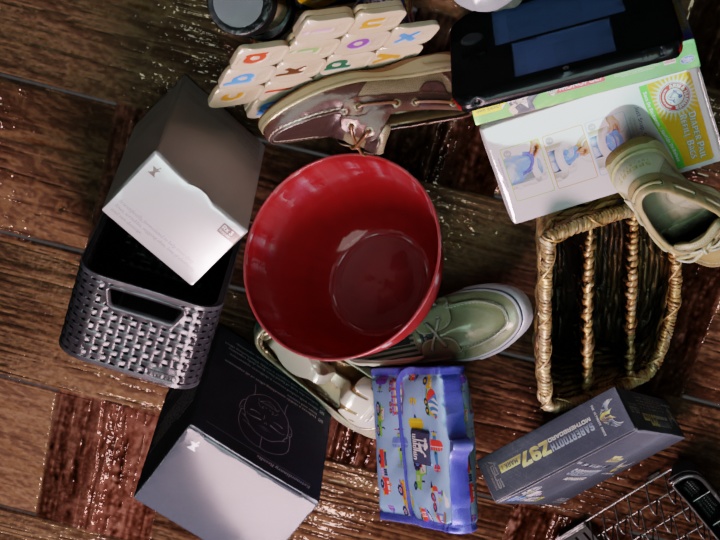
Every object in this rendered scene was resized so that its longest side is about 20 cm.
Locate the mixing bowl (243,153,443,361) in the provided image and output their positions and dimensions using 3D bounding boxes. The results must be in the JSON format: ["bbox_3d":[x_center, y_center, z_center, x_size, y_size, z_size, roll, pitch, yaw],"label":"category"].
[{"bbox_3d":[0.000,0.000,1.581,0.200,0.201,0.108,-24,156,15],"label":"mixing bowl"}]

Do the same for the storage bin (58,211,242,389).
[{"bbox_3d":[-0.194,0.012,1.573,0.135,0.200,0.094,17,117,-5],"label":"storage bin"}]

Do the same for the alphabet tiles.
[{"bbox_3d":[-0.035,-0.187,1.479,0.195,0.200,0.015,-12,76,-23],"label":"alphabet tiles"}]

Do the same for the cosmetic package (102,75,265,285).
[{"bbox_3d":[-0.158,-0.087,1.522,0.113,0.200,0.081,42,112,-15],"label":"cosmetic package"}]

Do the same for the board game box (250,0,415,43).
[{"bbox_3d":[-0.040,-0.295,1.496,0.151,0.046,0.201,-7,116,8],"label":"board game box"}]

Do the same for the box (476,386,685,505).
[{"bbox_3d":[0.221,0.177,1.637,0.157,0.200,0.051,-31,72,17],"label":"box"}]

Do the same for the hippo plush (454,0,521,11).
[{"bbox_3d":[0.137,-0.299,1.417,0.159,0.161,0.201,14,117,-3],"label":"hippo plush"}]

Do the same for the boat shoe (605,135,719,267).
[{"bbox_3d":[0.286,-0.046,1.478,0.073,0.063,0.201,-31,139,17],"label":"boat shoe"}]

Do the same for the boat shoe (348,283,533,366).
[{"bbox_3d":[0.074,0.064,1.623,0.199,0.062,0.072,-18,92,32],"label":"boat shoe"}]

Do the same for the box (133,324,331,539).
[{"bbox_3d":[-0.121,0.174,1.649,0.148,0.200,0.107,34,114,-12],"label":"box"}]

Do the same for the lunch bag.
[{"bbox_3d":[0.077,0.164,1.561,0.094,0.200,0.151,-3,87,-11],"label":"lunch bag"}]

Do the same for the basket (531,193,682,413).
[{"bbox_3d":[0.236,0.021,1.577,0.142,0.149,0.201,0,116,4],"label":"basket"}]

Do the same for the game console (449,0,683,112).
[{"bbox_3d":[0.176,-0.205,1.452,0.199,0.177,0.031,-14,116,11],"label":"game console"}]

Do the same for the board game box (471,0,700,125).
[{"bbox_3d":[0.195,-0.191,1.482,0.199,0.135,0.029,-14,115,10],"label":"board game box"}]

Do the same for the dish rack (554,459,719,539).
[{"bbox_3d":[0.312,0.298,1.762,0.200,0.055,0.154,-35,108,19],"label":"dish rack"}]

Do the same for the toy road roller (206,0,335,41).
[{"bbox_3d":[-0.062,-0.290,1.406,0.199,0.123,0.146,-26,92,9],"label":"toy road roller"}]

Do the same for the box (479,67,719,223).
[{"bbox_3d":[0.217,-0.136,1.519,0.199,0.113,0.102,-17,115,11],"label":"box"}]

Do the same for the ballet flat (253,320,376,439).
[{"bbox_3d":[-0.027,0.115,1.670,0.200,0.062,0.068,34,102,-1],"label":"ballet flat"}]

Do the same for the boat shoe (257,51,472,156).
[{"bbox_3d":[0.007,-0.141,1.526,0.199,0.072,0.072,-15,76,-8],"label":"boat shoe"}]
